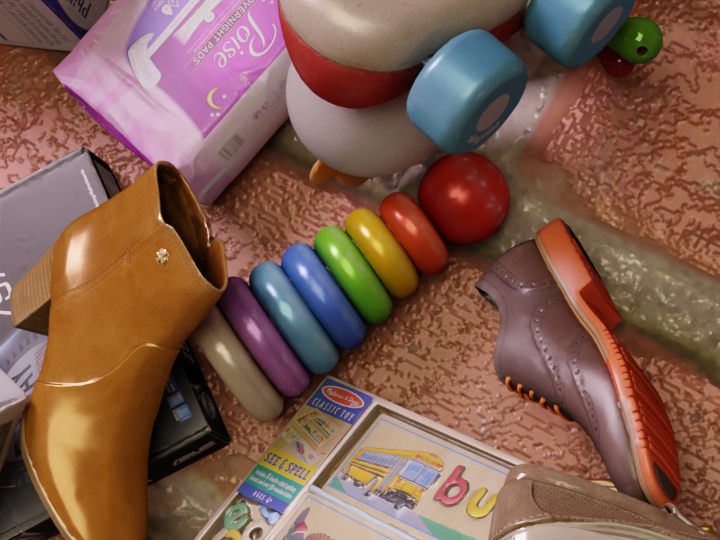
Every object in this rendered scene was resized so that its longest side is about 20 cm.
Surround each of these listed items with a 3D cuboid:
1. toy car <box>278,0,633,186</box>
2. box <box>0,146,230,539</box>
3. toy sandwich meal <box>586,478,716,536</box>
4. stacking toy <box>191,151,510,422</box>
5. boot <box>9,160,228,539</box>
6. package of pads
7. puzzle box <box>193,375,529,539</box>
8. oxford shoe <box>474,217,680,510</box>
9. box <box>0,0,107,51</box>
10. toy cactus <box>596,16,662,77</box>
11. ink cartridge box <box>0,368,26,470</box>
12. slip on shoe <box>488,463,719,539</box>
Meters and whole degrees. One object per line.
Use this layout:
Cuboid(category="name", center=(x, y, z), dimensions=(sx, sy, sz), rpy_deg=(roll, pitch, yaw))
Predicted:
Cuboid(category="toy car", center=(0.023, -0.126, 1.201), dimensions=(0.184, 0.200, 0.177), rpy_deg=(42, 59, 17))
Cuboid(category="box", center=(-0.190, 0.049, 1.291), dimensions=(0.160, 0.044, 0.200), rpy_deg=(-27, 72, 7))
Cuboid(category="toy sandwich meal", center=(0.134, 0.209, 1.153), dimensions=(0.205, 0.070, 0.206), rpy_deg=(-4, 76, 14))
Cuboid(category="stacking toy", center=(0.000, 0.000, 1.238), dimensions=(0.200, 0.085, 0.085), rpy_deg=(-35, 71, 0))
Cuboid(category="boot", center=(-0.125, 0.050, 1.190), dimensions=(0.144, 0.071, 0.201), rpy_deg=(-35, 61, 33))
Cuboid(category="package of pads", center=(-0.075, -0.149, 1.293), dimensions=(0.120, 0.076, 0.200), rpy_deg=(41, 89, 21))
Cuboid(category="puzzle box", center=(0.012, 0.140, 1.164), dimensions=(0.200, 0.025, 0.133), rpy_deg=(20, 63, 44))
Cuboid(category="oxford shoe", center=(0.119, 0.062, 1.176), dimensions=(0.072, 0.071, 0.200), rpy_deg=(-29, 44, 10))
Cuboid(category="box", center=(-0.271, -0.222, 1.306), dimensions=(0.200, 0.184, 0.105), rpy_deg=(9, 77, 16))
Cuboid(category="toy cactus", center=(0.102, -0.181, 1.260), dimensions=(0.165, 0.102, 0.200), rpy_deg=(-40, 72, 22))
Cuboid(category="ink cartridge box", center=(-0.291, 0.079, 1.256), dimensions=(0.200, 0.057, 0.163), rpy_deg=(39, 124, 22))
Cuboid(category="slip on shoe", center=(0.159, 0.148, 1.086), dimensions=(0.200, 0.076, 0.061), rpy_deg=(12, 54, -12))
